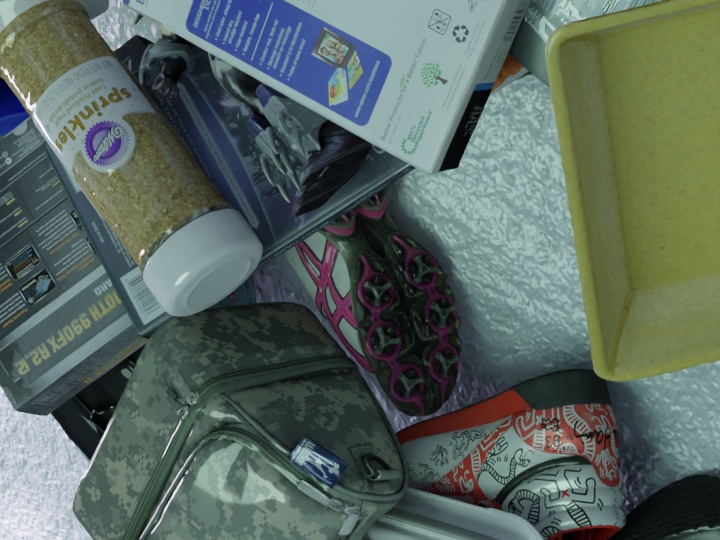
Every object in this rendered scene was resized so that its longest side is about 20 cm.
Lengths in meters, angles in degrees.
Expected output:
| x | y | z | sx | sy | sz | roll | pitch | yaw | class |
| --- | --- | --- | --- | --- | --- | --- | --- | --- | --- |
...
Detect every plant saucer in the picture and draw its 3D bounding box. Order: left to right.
| x | y | z | sx | sy | sz | roll | pitch | yaw | class |
| --- | --- | --- | --- | --- | --- | --- | --- | --- | --- |
| 0.189 | -0.056 | 0.750 | 0.200 | 0.048 | 0.200 | -13 | 126 | 1 | plant saucer |

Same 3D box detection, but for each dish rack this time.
| x | y | z | sx | sy | sz | roll | pitch | yaw | class |
| --- | --- | --- | --- | --- | --- | --- | --- | --- | --- |
| 0.051 | 0.224 | 0.993 | 0.200 | 0.043 | 0.172 | 5 | 109 | 58 | dish rack |

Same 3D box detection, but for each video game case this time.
| x | y | z | sx | sy | sz | roll | pitch | yaw | class |
| --- | --- | --- | --- | --- | --- | --- | --- | --- | --- |
| -0.082 | -0.071 | 0.989 | 0.200 | 0.019 | 0.143 | -32 | 75 | 9 | video game case |

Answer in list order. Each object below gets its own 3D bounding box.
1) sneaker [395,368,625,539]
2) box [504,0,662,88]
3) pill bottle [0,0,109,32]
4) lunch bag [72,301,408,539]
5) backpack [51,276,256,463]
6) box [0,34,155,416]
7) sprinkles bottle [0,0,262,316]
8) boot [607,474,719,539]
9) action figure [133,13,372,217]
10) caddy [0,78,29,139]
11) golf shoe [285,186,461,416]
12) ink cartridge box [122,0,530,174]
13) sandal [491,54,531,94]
| x | y | z | sx | sy | sz | roll | pitch | yaw | class |
| --- | --- | --- | --- | --- | --- | --- | --- | --- | --- |
| 0.079 | 0.141 | 1.006 | 0.201 | 0.067 | 0.108 | -29 | 61 | 42 | sneaker |
| 0.115 | -0.174 | 0.788 | 0.200 | 0.050 | 0.158 | 43 | 118 | 15 | box |
| -0.237 | -0.255 | 1.063 | 0.109 | 0.110 | 0.200 | 3 | 118 | 43 | pill bottle |
| -0.067 | 0.139 | 1.008 | 0.168 | 0.139 | 0.200 | 49 | 126 | 29 | lunch bag |
| -0.162 | 0.039 | 1.145 | 0.200 | 0.150 | 0.178 | 54 | 135 | 21 | backpack |
| -0.172 | -0.028 | 1.044 | 0.200 | 0.048 | 0.158 | -37 | 74 | 8 | box |
| -0.139 | -0.068 | 0.961 | 0.200 | 0.068 | 0.068 | 52 | 140 | 17 | sprinkles bottle |
| 0.233 | 0.182 | 0.933 | 0.132 | 0.070 | 0.200 | 54 | 145 | -8 | boot |
| -0.073 | -0.129 | 0.922 | 0.200 | 0.069 | 0.130 | 52 | 149 | 10 | action figure |
| -0.295 | -0.099 | 1.165 | 0.105 | 0.200 | 0.142 | 35 | 137 | 47 | caddy |
| 0.000 | 0.000 | 1.040 | 0.092 | 0.073 | 0.200 | -22 | 92 | 64 | golf shoe |
| -0.021 | -0.137 | 0.820 | 0.200 | 0.039 | 0.100 | 31 | 112 | 19 | ink cartridge box |
| 0.080 | -0.138 | 0.878 | 0.206 | 0.059 | 0.079 | -24 | 87 | 28 | sandal |
